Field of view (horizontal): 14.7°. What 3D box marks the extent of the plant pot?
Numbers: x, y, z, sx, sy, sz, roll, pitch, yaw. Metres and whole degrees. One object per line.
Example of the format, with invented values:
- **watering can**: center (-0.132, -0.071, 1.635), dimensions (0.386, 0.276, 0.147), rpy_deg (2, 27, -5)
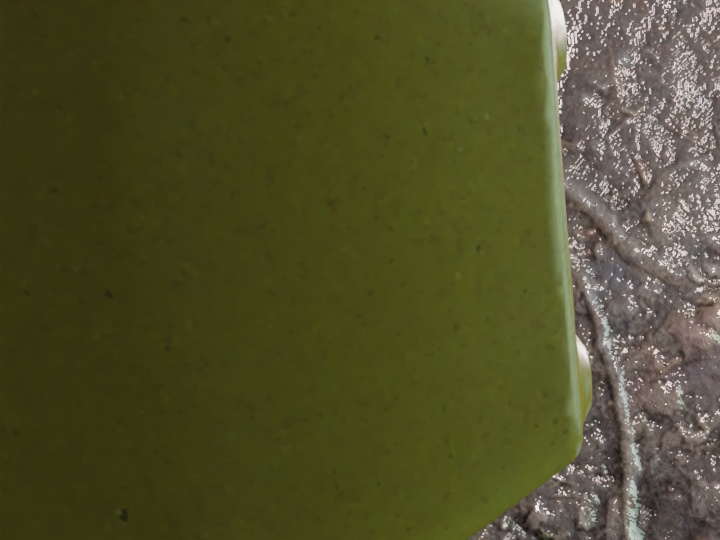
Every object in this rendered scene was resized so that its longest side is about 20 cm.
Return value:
- **plant pot**: center (-0.049, -0.013, 0.685), dimensions (0.196, 0.199, 0.196), rpy_deg (-99, -176, -79)
